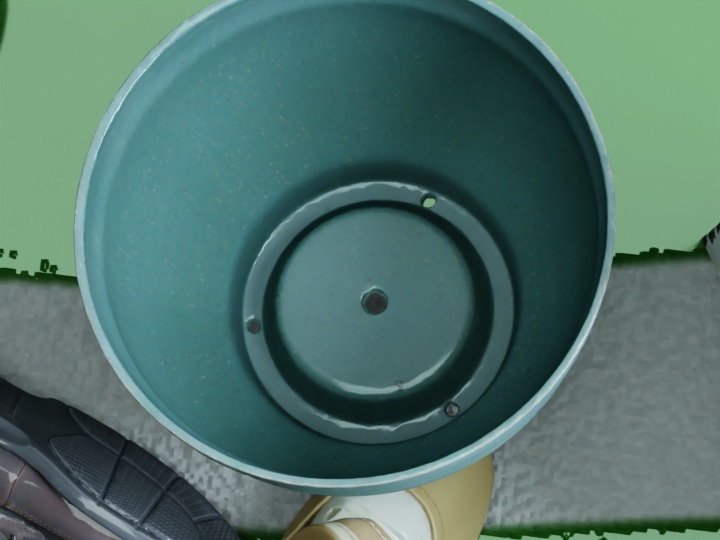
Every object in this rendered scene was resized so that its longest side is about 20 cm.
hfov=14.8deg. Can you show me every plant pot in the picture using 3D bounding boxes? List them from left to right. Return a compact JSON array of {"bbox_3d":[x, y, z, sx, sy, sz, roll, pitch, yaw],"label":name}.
[{"bbox_3d":[0.000,0.000,1.077,0.200,0.134,0.201,-2,73,6],"label":"plant pot"}]

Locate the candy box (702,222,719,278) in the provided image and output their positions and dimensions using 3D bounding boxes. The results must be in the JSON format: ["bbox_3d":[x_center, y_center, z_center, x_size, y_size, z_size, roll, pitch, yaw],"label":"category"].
[{"bbox_3d":[0.198,0.044,1.039,0.071,0.200,0.168,-23,87,2],"label":"candy box"}]

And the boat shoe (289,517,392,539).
[{"bbox_3d":[0.039,0.180,1.072,0.069,0.074,0.200,-27,89,-38],"label":"boat shoe"}]

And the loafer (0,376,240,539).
[{"bbox_3d":[-0.142,0.085,1.130,0.200,0.072,0.063,32,110,0],"label":"loafer"}]

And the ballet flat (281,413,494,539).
[{"bbox_3d":[-0.019,0.140,1.117,0.069,0.063,0.200,42,90,4],"label":"ballet flat"}]
